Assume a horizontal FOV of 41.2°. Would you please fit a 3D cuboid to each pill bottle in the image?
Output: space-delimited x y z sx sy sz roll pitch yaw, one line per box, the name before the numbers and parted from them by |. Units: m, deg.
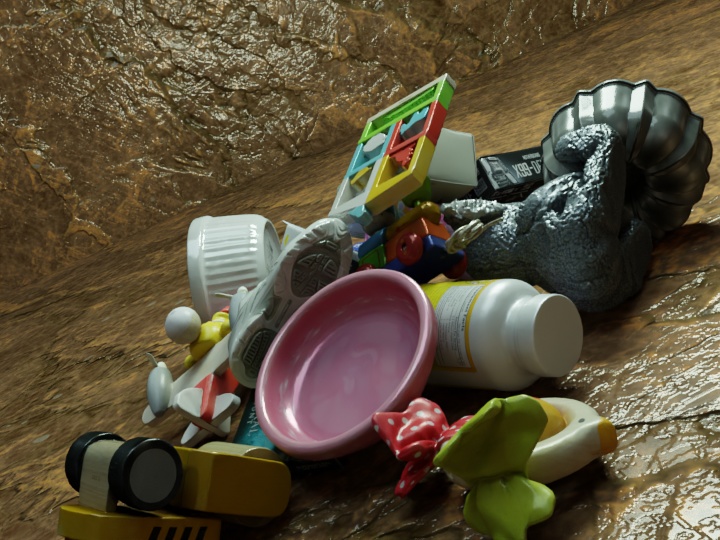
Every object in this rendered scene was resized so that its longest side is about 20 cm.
pill bottle | 0.116 0.063 0.933 0.104 0.106 0.198 -33 18 -35

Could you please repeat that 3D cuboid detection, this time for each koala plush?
koala plush | 0.189 -0.031 1.032 0.197 0.180 0.185 -9 30 32

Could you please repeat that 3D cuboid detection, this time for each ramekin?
ramekin | -0.166 0.016 1.357 0.103 0.204 0.201 -10 16 6

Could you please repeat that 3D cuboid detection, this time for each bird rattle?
bird rattle | 0.109 0.145 0.752 0.160 0.115 0.200 -15 -1 -16

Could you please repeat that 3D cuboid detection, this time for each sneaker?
sneaker | -0.087 0.024 1.036 0.201 0.078 0.099 -53 26 -7

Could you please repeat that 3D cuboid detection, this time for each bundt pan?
bundt pan | 0.299 -0.110 1.093 0.199 0.204 0.076 -15 27 27

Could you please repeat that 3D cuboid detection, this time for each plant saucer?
plant saucer | -0.009 0.093 0.908 0.198 0.051 0.203 -25 40 23

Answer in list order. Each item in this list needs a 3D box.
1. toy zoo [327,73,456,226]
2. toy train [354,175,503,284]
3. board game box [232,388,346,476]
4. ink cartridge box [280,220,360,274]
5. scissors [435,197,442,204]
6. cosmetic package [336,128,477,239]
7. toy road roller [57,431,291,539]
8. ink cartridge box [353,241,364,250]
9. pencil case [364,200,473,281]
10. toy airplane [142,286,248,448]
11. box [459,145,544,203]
toy zoo | 0.032 -0.123 1.060 0.130 0.020 0.202 -24 34 40
toy train | 0.070 -0.053 1.015 0.084 0.118 0.199 15 -37 -39
board game box | -0.056 0.123 0.998 0.133 0.028 0.202 -15 39 29
ink cartridge box | 0.000 0.000 1.204 0.048 0.195 0.200 -68 18 0
scissors | 0.079 -0.043 1.258 0.200 0.072 0.014 -37 33 53
cosmetic package | 0.055 -0.106 1.220 0.103 0.073 0.200 6 -21 -24
toy road roller | -0.167 0.223 0.842 0.198 0.149 0.122 14 -13 -39
ink cartridge box | 0.056 -0.024 1.438 0.197 0.045 0.094 -13 16 36
pencil case | 0.098 -0.039 1.166 0.196 0.089 0.087 12 6 -17
toy airplane | -0.186 0.109 1.155 0.200 0.141 0.199 -47 11 -17
box | 0.196 -0.101 1.268 0.197 0.050 0.158 -15 -19 -34
